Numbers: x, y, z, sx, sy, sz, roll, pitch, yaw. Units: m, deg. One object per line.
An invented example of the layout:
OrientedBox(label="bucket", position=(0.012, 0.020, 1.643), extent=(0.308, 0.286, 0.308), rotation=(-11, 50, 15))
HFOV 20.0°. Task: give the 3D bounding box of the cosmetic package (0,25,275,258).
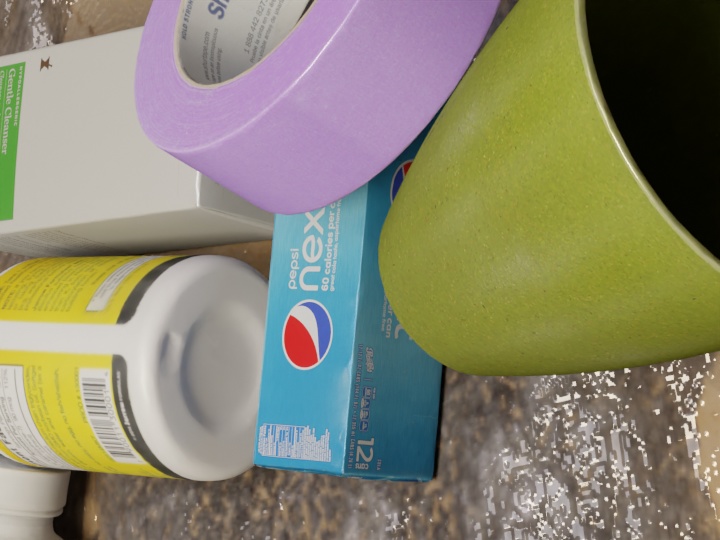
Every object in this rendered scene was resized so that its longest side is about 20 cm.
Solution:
OrientedBox(label="cosmetic package", position=(-0.125, -0.068, 1.107), extent=(0.199, 0.085, 0.108), rotation=(-7, 76, 41))

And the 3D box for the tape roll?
OrientedBox(label="tape roll", position=(-0.019, -0.129, 0.937), extent=(0.200, 0.066, 0.201), rotation=(-35, 40, 35))

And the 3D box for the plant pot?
OrientedBox(label="plant pot", position=(0.100, -0.034, 0.859), extent=(0.200, 0.186, 0.188), rotation=(-33, 62, 48))

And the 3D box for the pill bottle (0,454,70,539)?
OrientedBox(label="pill bottle", position=(-0.221, 0.200, 1.128), extent=(0.113, 0.113, 0.201), rotation=(13, 92, 42))

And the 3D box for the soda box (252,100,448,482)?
OrientedBox(label="soda box", position=(0.000, 0.000, 0.996), extent=(0.064, 0.068, 0.201), rotation=(1, 84, 43))

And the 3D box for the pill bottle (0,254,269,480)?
OrientedBox(label="pill bottle", position=(-0.140, 0.049, 1.082), extent=(0.199, 0.114, 0.115), rotation=(0, 83, 41))
